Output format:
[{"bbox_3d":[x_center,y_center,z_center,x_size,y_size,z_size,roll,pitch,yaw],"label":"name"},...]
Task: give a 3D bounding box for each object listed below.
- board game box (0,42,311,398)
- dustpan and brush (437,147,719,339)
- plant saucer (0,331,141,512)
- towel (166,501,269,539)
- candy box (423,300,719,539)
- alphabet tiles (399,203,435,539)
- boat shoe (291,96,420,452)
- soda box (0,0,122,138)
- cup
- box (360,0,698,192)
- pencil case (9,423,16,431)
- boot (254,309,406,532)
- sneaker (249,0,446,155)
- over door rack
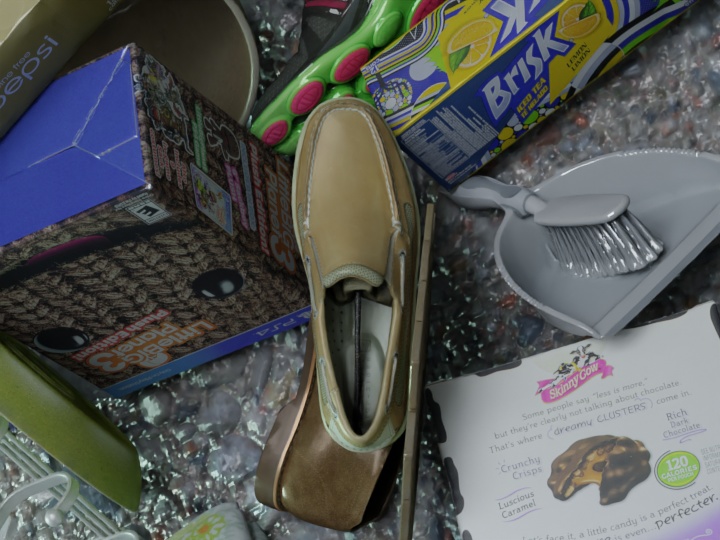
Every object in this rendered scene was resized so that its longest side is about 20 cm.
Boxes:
[{"bbox_3d":[-0.139,-0.024,1.601,0.159,0.200,0.097,-22,59,22],"label":"board game box"},{"bbox_3d":[0.111,-0.029,1.549,0.140,0.057,0.200,-43,22,-22],"label":"dustpan and brush"},{"bbox_3d":[-0.200,0.068,1.624,0.200,0.200,0.031,38,87,29],"label":"plant saucer"},{"bbox_3d":[-0.111,0.247,1.579,0.171,0.048,0.200,-39,38,16],"label":"towel"},{"bbox_3d":[0.140,0.138,1.466,0.167,0.072,0.201,-16,66,6],"label":"candy box"},{"bbox_3d":[0.031,0.068,1.502,0.006,0.167,0.200,5,40,2],"label":"alphabet tiles"},{"bbox_3d":[0.000,0.000,1.522,0.071,0.076,0.201,-8,86,4],"label":"boat shoe"},{"bbox_3d":[-0.226,-0.110,1.522,0.200,0.064,0.068,-48,64,5],"label":"soda box"},{"bbox_3d":[-0.168,-0.158,1.677,0.200,0.200,0.143,-33,38,18],"label":"cup"},{"bbox_3d":[0.101,-0.140,1.576,0.200,0.064,0.070,-37,44,15],"label":"box"},{"bbox_3d":[-0.306,0.068,1.681,0.084,0.200,0.086,3,74,39],"label":"pencil case"},{"bbox_3d":[0.007,0.055,1.591,0.075,0.074,0.201,21,99,28],"label":"boot"},{"bbox_3d":[-0.001,-0.155,1.649,0.200,0.077,0.084,-55,44,4],"label":"sneaker"},{"bbox_3d":[-0.248,0.157,1.636,0.199,0.148,0.067,-13,45,35],"label":"over door rack"}]
